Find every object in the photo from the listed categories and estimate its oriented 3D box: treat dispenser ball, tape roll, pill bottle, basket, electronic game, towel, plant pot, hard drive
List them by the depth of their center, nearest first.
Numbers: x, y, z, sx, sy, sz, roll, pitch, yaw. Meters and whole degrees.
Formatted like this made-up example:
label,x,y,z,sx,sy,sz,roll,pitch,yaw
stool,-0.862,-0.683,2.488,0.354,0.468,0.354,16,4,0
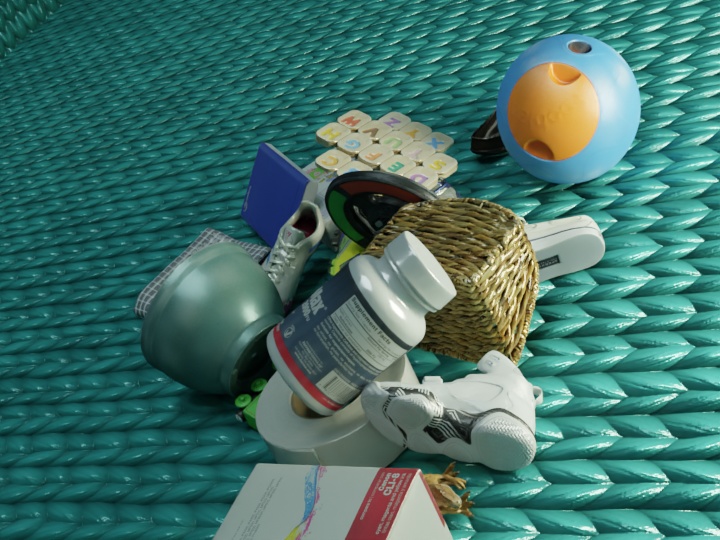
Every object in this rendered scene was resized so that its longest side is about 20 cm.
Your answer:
label,x,y,z,sx,sy,sz,roll,pitch,yaw
pill bottle,0.004,0.055,1.205,0.199,0.120,0.120,-40,29,12
tape roll,-0.024,0.163,1.299,0.199,0.071,0.204,-19,32,12
basket,0.124,0.009,1.330,0.198,0.150,0.143,9,49,45
plant pot,-0.173,0.084,1.442,0.134,0.202,0.200,36,63,26
electronic game,0.045,-0.067,1.451,0.197,0.200,0.042,1,56,38
treat dispenser ball,0.287,-0.223,1.505,0.198,0.203,0.202,-19,31,12
towel,-0.227,0.026,1.644,0.164,0.086,0.200,10,47,44
hard drive,-0.134,-0.112,1.747,0.025,0.134,0.200,8,18,-30

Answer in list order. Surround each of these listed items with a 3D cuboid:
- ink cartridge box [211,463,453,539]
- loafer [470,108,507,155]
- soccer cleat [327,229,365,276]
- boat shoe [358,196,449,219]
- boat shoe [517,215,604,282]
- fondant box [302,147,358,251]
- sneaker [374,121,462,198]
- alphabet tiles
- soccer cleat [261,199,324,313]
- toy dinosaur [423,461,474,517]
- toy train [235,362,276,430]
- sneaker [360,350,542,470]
label,x,y,z,sx,sy,sz,roll,pitch,yaw
ink cartridge box,-0.028,0.287,1.044,0.197,0.147,0.145,-4,37,32
loafer,0.238,-0.255,1.716,0.200,0.072,0.072,-43,34,-25
soccer cleat,0.000,-0.001,1.534,0.082,0.066,0.202,-6,37,6
boat shoe,0.072,-0.076,1.555,0.197,0.075,0.060,18,28,30
boat shoe,0.211,-0.032,1.405,0.199,0.075,0.087,-17,32,12
fondant box,-0.035,-0.122,1.743,0.143,0.059,0.200,-34,33,-12
sneaker,0.079,-0.141,1.600,0.075,0.089,0.199,-36,59,-25
alphabet tiles,0.036,-0.171,1.544,0.198,0.015,0.195,30,45,27
soccer cleat,-0.112,-0.014,1.574,0.069,0.087,0.202,20,63,10
toy dinosaur,0.055,0.234,1.127,0.104,0.062,0.200,1,-22,-28
toy train,-0.084,0.132,1.425,0.056,0.042,0.200,22,55,40
sneaker,0.105,0.144,1.195,0.196,0.076,0.115,14,39,14
